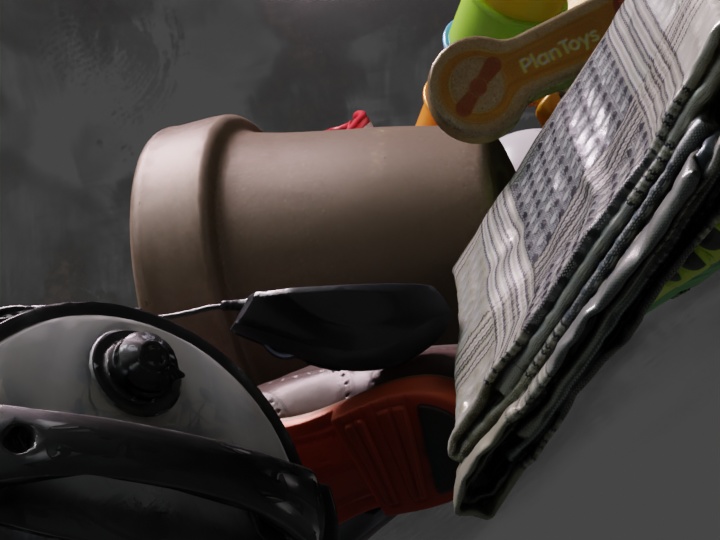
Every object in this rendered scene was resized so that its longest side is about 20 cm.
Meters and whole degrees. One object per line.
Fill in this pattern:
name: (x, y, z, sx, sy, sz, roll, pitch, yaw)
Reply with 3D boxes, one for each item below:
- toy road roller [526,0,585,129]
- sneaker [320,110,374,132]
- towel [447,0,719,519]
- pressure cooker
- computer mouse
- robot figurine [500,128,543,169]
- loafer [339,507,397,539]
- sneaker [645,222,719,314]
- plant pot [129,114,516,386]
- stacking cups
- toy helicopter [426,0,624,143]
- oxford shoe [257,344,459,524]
toy road roller: (0.142, -0.106, 0.863, 0.123, 0.146, 0.200, -47, -21, 1)
sneaker: (0.031, -0.046, 1.001, 0.078, 0.116, 0.200, -31, -17, 11)
towel: (0.084, -0.029, 0.590, 0.193, 0.034, 0.200, -56, 12, 24)
pressure cooker: (-0.117, 0.110, 0.607, 0.176, 0.179, 0.200, -34, -5, -45)
computer mouse: (-0.061, 0.027, 0.653, 0.198, 0.034, 0.059, -3, -5, 7)
robot figurine: (0.126, -0.036, 1.159, 0.150, 0.125, 0.200, -42, -2, -2)
loafer: (-0.031, 0.125, 0.750, 0.199, 0.072, 0.063, -35, -24, 4)
sneaker: (0.133, -0.018, 0.690, 0.083, 0.075, 0.200, -22, -3, -21)
plant pot: (0.000, 0.000, 0.811, 0.173, 0.202, 0.200, -16, 5, 15)
stacking cups: (0.059, -0.102, 0.829, 0.060, 0.060, 0.201, -38, -19, -43)
toy helicopter: (0.117, -0.121, 0.708, 0.199, 0.133, 0.079, -24, -7, -7)
oxford shoe: (-0.023, 0.077, 0.703, 0.199, 0.072, 0.073, -12, 23, 27)
